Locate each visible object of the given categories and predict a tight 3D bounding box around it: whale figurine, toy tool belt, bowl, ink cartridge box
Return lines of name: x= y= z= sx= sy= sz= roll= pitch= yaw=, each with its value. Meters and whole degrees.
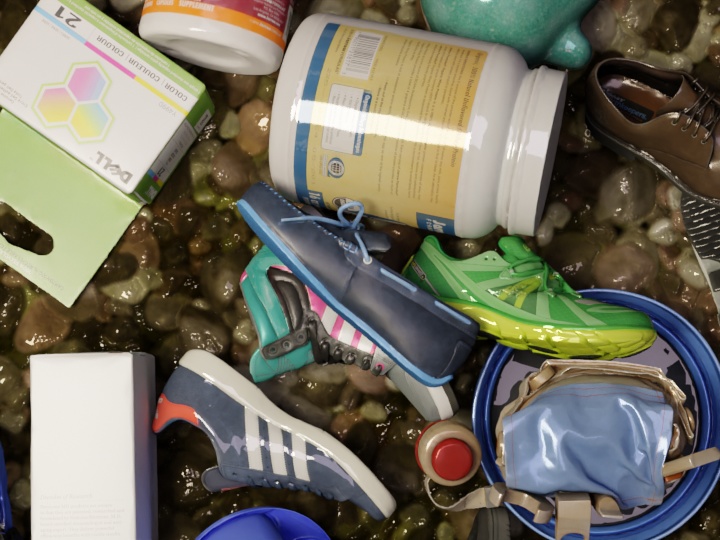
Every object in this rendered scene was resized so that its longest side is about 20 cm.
whale figurine: x=0.143 y=-0.234 z=1.065 sx=0.199 sy=0.104 sz=0.160 roll=-21 pitch=85 yaw=1
toy tool belt: x=0.142 y=0.129 z=0.978 sx=0.199 sy=0.123 sz=0.126 roll=-6 pitch=96 yaw=-3
bowl: x=0.185 y=0.115 z=1.070 sx=0.199 sy=0.039 sz=0.202 roll=0 pitch=85 yaw=0
ink cartridge box: x=-0.230 y=-0.094 z=1.069 sx=0.147 sy=0.076 sz=0.201 roll=34 pitch=85 yaw=3

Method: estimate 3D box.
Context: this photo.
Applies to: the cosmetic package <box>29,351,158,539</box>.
cosmetic package: x=-0.197 y=0.161 z=1.032 sx=0.081 sy=0.113 sz=0.201 roll=-3 pitch=84 yaw=-1

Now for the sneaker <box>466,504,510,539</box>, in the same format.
sneaker: x=0.046 y=0.269 z=1.046 sx=0.104 sy=0.060 sz=0.201 roll=12 pitch=93 yaw=-1

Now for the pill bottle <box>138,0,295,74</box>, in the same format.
pill bottle: x=-0.095 y=-0.263 z=1.063 sx=0.113 sy=0.114 sz=0.201 roll=12 pitch=85 yaw=1

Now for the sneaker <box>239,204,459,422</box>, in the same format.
sneaker: x=-0.025 y=0.059 z=1.051 sx=0.121 sy=0.084 sz=0.200 roll=-37 pitch=78 yaw=-8

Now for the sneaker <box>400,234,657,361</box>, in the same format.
sneaker: x=0.123 y=0.017 z=1.024 sx=0.199 sy=0.074 sz=0.084 roll=14 pitch=79 yaw=17

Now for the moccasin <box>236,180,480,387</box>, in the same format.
moccasin: x=0.000 y=0.000 z=1.000 sx=0.200 sy=0.080 sz=0.068 roll=42 pitch=85 yaw=-4

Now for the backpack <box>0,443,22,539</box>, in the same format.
backpack: x=-0.332 y=0.193 z=1.004 sx=0.161 sy=0.168 sz=0.201 roll=-3 pitch=82 yaw=-7

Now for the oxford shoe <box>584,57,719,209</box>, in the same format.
oxford shoe: x=0.255 y=-0.102 z=1.034 sx=0.199 sy=0.084 sz=0.073 roll=25 pitch=74 yaw=21

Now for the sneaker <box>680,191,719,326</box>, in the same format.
sneaker: x=0.301 y=-0.007 z=1.072 sx=0.074 sy=0.088 sz=0.201 roll=-15 pitch=61 yaw=24

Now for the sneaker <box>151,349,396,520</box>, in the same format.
sneaker: x=-0.070 y=0.147 z=1.048 sx=0.199 sy=0.075 sz=0.085 roll=33 pitch=79 yaw=6

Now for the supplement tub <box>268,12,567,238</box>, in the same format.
supplement tub: x=0.044 y=-0.105 z=1.024 sx=0.199 sy=0.145 sz=0.146 roll=12 pitch=85 yaw=10

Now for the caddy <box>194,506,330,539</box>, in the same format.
caddy: x=-0.084 y=0.277 z=1.025 sx=0.141 sy=0.105 sz=0.201 roll=32 pitch=86 yaw=-25
